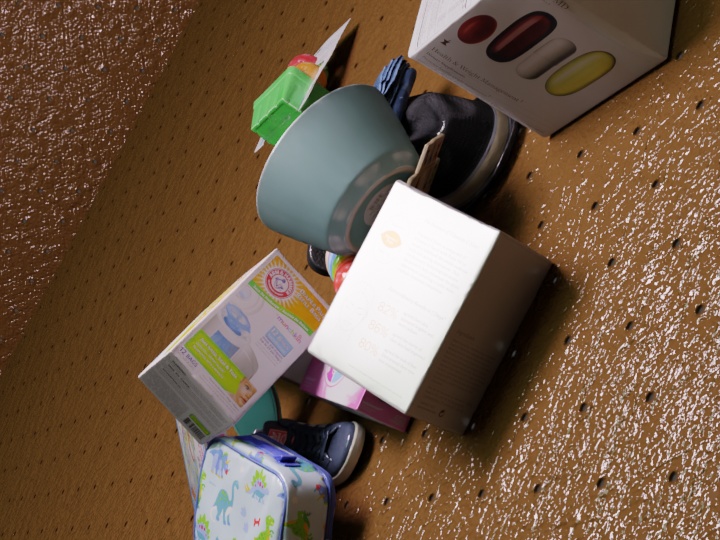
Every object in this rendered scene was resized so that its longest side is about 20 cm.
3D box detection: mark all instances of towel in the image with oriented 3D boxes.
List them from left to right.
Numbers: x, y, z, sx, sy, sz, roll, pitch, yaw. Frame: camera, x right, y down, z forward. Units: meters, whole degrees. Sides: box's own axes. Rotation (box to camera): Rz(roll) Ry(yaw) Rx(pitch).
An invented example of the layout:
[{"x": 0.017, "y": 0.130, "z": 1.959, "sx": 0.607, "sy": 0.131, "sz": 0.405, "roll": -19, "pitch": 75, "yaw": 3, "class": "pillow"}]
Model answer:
[{"x": 0.022, "y": -0.188, "z": 1.836, "sx": 0.200, "sy": 0.048, "sz": 0.112, "roll": -72, "pitch": 6, "yaw": -62, "class": "towel"}]

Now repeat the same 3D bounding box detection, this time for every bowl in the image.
[{"x": -0.008, "y": -0.095, "z": 1.639, "sx": 0.105, "sy": 0.201, "sz": 0.201, "roll": 42, "pitch": 108, "yaw": 27, "class": "bowl"}]

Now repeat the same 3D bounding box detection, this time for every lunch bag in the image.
[{"x": -0.107, "y": 0.270, "z": 1.627, "sx": 0.200, "sy": 0.082, "sz": 0.162, "roll": 16, "pitch": 102, "yaw": 55, "class": "lunch bag"}]

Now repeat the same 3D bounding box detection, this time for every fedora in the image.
[{"x": 0.097, "y": -0.149, "z": 1.726, "sx": 0.201, "sy": 0.091, "sz": 0.201, "roll": -49, "pitch": 25, "yaw": 33, "class": "fedora"}]

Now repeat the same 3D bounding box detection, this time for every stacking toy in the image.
[{"x": 0.000, "y": 0.000, "z": 1.719, "sx": 0.086, "sy": 0.085, "sz": 0.200, "roll": -60, "pitch": 5, "yaw": 8, "class": "stacking toy"}]

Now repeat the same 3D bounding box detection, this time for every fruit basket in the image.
[{"x": -0.090, "y": -0.294, "z": 2.371, "sx": 0.185, "sy": 0.094, "sz": 0.200, "roll": -37, "pitch": 17, "yaw": 47, "class": "fruit basket"}]

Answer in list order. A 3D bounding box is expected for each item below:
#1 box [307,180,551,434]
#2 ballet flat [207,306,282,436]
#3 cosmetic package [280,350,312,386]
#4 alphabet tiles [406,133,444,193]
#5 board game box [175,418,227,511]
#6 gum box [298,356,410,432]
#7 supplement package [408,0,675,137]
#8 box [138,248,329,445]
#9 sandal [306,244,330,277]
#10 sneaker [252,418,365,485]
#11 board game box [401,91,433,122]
[{"x": 0.069, "y": 0.037, "z": 1.480, "sx": 0.152, "sy": 0.106, "sz": 0.201, "roll": 30, "pitch": 92, "yaw": 41, "class": "box"}, {"x": -0.145, "y": 0.127, "z": 1.818, "sx": 0.067, "sy": 0.201, "sz": 0.070, "roll": -18, "pitch": 22, "yaw": 4, "class": "ballet flat"}, {"x": -0.099, "y": 0.087, "z": 1.917, "sx": 0.107, "sy": 0.090, "sz": 0.200, "roll": -66, "pitch": 24, "yaw": -5, "class": "cosmetic package"}, {"x": 0.049, "y": -0.050, "z": 1.601, "sx": 0.166, "sy": 0.006, "sz": 0.201, "roll": -43, "pitch": -27, "yaw": -73, "class": "alphabet tiles"}, {"x": -0.198, "y": 0.230, "z": 1.884, "sx": 0.134, "sy": 0.034, "sz": 0.201, "roll": -167, "pitch": 65, "yaw": -68, "class": "board game box"}, {"x": 0.012, "y": 0.106, "z": 1.658, "sx": 0.114, "sy": 0.066, "sz": 0.200, "roll": -66, "pitch": 21, "yaw": -7, "class": "gum box"}, {"x": 0.191, "y": -0.274, "z": 1.523, "sx": 0.200, "sy": 0.191, "sz": 0.148, "roll": -33, "pitch": 37, "yaw": 53, "class": "supplement package"}, {"x": -0.139, "y": 0.086, "z": 1.690, "sx": 0.200, "sy": 0.113, "sz": 0.101, "roll": -45, "pitch": 6, "yaw": -36, "class": "box"}, {"x": -0.030, "y": -0.081, "z": 1.880, "sx": 0.048, "sy": 0.075, "sz": 0.201, "roll": 120, "pitch": 167, "yaw": -63, "class": "sandal"}, {"x": -0.069, "y": 0.204, "z": 1.706, "sx": 0.200, "sy": 0.084, "sz": 0.075, "roll": -25, "pitch": 43, "yaw": 57, "class": "sneaker"}, {"x": 0.042, "y": -0.131, "z": 1.914, "sx": 0.135, "sy": 0.035, "sz": 0.201, "roll": 0, "pitch": 65, "yaw": 66, "class": "board game box"}]
